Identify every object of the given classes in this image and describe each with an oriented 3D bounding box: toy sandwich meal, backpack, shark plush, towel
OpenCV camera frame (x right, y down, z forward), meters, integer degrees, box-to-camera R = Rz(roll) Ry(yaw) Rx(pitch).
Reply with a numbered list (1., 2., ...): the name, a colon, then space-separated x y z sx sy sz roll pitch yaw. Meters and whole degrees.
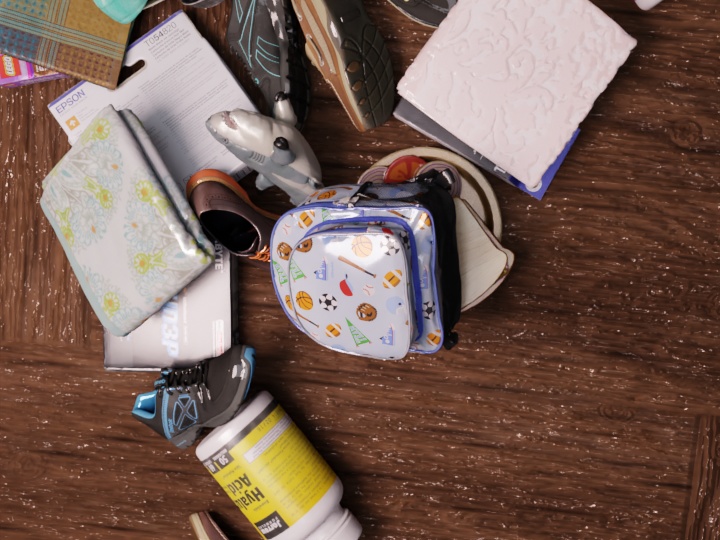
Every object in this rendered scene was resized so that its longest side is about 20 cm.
1. toy sandwich meal: 0.074 -0.041 0.988 0.203 0.070 0.208 0 96 5
2. backpack: 0.000 0.000 0.904 0.189 0.154 0.202 5 110 28
3. shark plush: -0.088 -0.113 0.967 0.083 0.200 0.092 -20 56 15
4. towel: 0.170 -0.224 0.947 0.190 0.032 0.201 36 97 -3
5. towel: -0.258 -0.051 0.929 0.171 0.048 0.201 -37 82 35
6. towel: -0.319 -0.317 0.965 0.145 0.022 0.202 15 81 -25

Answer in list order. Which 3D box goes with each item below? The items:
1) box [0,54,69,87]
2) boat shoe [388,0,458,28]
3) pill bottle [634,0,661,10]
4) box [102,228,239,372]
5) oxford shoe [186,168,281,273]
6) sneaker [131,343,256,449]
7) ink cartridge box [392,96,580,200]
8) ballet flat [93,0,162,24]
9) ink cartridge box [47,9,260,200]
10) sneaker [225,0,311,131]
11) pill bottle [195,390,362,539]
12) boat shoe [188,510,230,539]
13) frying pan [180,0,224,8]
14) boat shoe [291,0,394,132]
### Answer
1. box: -0.371 -0.326 1.012 0.135 0.039 0.202 -9 95 6
2. boat shoe: 0.055 -0.331 0.966 0.200 0.063 0.074 29 93 0
3. pill bottle: 0.288 -0.387 0.918 0.104 0.104 0.201 -36 91 7
4. box: -0.226 0.019 1.031 0.157 0.046 0.202 1 95 5
5. oxford shoe: -0.114 -0.029 0.968 0.071 0.073 0.199 -42 126 19
6. sneaker: -0.189 0.139 0.983 0.082 0.074 0.200 31 129 -22
7. ink cartridge box: 0.144 -0.170 0.989 0.199 0.037 0.095 30 97 -1
8. ballet flat: -0.224 -0.352 0.976 0.067 0.071 0.201 19 63 37
9. ink cartridge box: -0.224 -0.163 0.995 0.199 0.041 0.201 -35 80 -2
10. sneaker: -0.106 -0.248 0.990 0.078 0.075 0.202 -8 87 16
11. pill bottle: -0.090 0.250 1.011 0.111 0.111 0.200 -40 91 7
12. boat shoe: -0.134 0.369 1.058 0.072 0.072 0.201 -34 81 -23
13. frying pan: -0.142 -0.365 0.986 0.114 0.191 0.031 -6 141 39
14. boat shoe: -0.023 -0.256 0.977 0.075 0.074 0.202 -30 107 -37
